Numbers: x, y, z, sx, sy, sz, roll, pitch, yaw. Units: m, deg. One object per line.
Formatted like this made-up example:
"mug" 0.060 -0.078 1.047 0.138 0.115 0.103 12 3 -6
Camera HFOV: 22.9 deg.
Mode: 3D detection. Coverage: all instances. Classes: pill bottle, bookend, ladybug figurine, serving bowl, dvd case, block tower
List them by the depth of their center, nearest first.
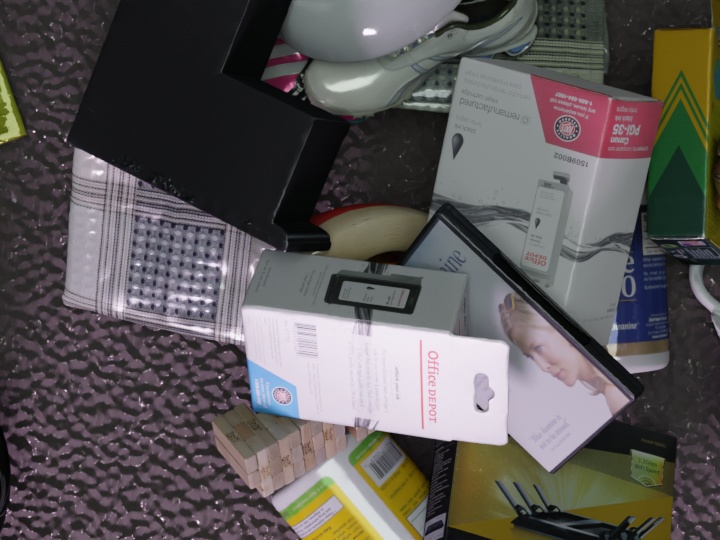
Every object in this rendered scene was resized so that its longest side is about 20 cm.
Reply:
"bookend" -0.086 -0.145 1.325 0.198 0.092 0.201 26 100 18
"dvd case" 0.106 0.054 1.339 0.200 0.143 0.018 44 55 5
"serving bowl" -0.001 -0.262 1.373 0.199 0.066 0.201 -12 60 21
"block tower" -0.019 0.103 1.408 0.199 0.054 0.058 -28 47 -21
"ladybug figurine" 0.000 0.000 1.439 0.072 0.199 0.136 45 118 38
"pill bottle" 0.193 -0.018 1.453 0.110 0.111 0.202 -3 91 1
"pill bottle" 0.029 0.226 1.459 0.111 0.111 0.200 -41 90 1

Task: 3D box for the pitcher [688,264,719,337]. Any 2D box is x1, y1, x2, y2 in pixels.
"pitcher" 0.380 0.031 1.456 0.199 0.121 0.173 -20 75 12

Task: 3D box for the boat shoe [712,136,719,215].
"boat shoe" 0.329 -0.071 1.422 0.072 0.199 0.069 14 99 35

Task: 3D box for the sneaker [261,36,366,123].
"sneaker" -0.037 -0.171 1.469 0.120 0.084 0.201 24 92 1

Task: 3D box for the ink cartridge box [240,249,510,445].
"ink cartridge box" 0.018 0.058 1.327 0.198 0.068 0.117 8 134 11

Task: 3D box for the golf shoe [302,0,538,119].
"golf shoe" 0.045 -0.188 1.395 0.199 0.097 0.079 -24 74 -6

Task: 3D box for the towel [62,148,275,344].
"towel" -0.144 -0.040 1.454 0.191 0.035 0.201 13 113 5

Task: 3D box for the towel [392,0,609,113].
"towel" 0.108 -0.218 1.473 0.198 0.035 0.194 2 71 2

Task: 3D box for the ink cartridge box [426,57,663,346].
"ink cartridge box" 0.135 -0.051 1.373 0.146 0.083 0.201 20 105 35

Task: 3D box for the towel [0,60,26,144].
"towel" -0.356 -0.196 1.508 0.086 0.018 0.201 -19 91 2

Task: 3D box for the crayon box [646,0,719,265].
"crayon box" 0.271 -0.113 1.431 0.050 0.127 0.202 0 81 23

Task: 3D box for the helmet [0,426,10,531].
"helmet" -0.377 0.155 1.429 0.199 0.191 0.201 -9 123 -15

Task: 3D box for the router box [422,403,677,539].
"router box" 0.154 0.191 1.431 0.199 0.052 0.158 15 66 -17
